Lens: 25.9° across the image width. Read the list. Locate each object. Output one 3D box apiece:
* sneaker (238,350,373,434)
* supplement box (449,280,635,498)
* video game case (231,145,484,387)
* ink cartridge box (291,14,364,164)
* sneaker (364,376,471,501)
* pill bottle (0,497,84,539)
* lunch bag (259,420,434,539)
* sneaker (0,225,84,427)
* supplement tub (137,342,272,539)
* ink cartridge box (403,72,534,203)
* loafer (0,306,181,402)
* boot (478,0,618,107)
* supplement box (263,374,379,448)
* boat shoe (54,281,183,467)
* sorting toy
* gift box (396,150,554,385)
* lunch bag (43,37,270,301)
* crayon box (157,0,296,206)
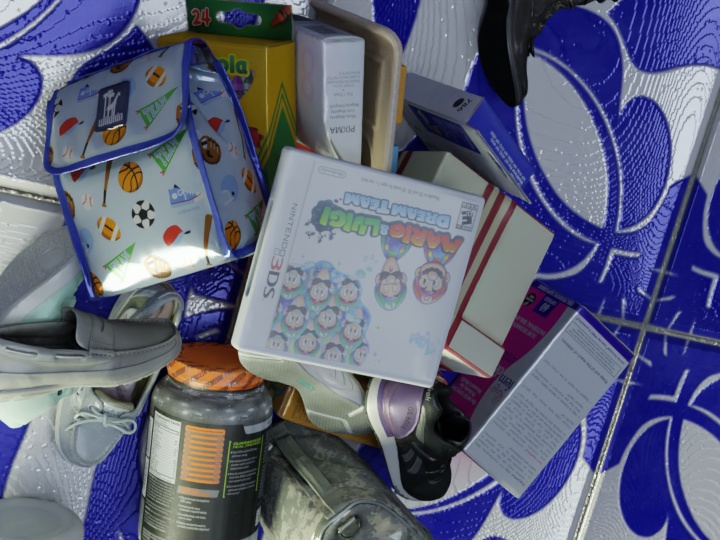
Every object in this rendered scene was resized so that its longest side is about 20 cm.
[{"bbox_3d":[-0.039,0.093,1.530,0.200,0.070,0.081,46,41,-38],"label":"sneaker"},{"bbox_3d":[0.182,0.127,1.694,0.103,0.101,0.200,40,86,-28],"label":"supplement box"},{"bbox_3d":[0.000,0.000,1.399,0.199,0.024,0.183,13,97,-24],"label":"video game case"},{"bbox_3d":[-0.047,-0.132,1.475,0.057,0.162,0.202,-1,106,-24],"label":"ink cartridge box"},{"bbox_3d":[0.072,0.175,1.557,0.076,0.087,0.201,-66,149,-30],"label":"sneaker"},{"bbox_3d":[-0.331,0.333,1.512,0.115,0.116,0.202,0,105,-25],"label":"pill bottle"},{"bbox_3d":[-0.024,0.254,1.585,0.139,0.200,0.168,-32,122,-10],"label":"lunch bag"},{"bbox_3d":[-0.295,0.054,1.477,0.201,0.074,0.118,-49,131,-12],"label":"sneaker"},{"bbox_3d":[-0.152,0.180,1.545,0.122,0.122,0.202,2,104,-25],"label":"supplement tub"},{"bbox_3d":[0.105,-0.132,1.525,0.039,0.200,0.100,-43,119,-7],"label":"ink cartridge box"},{"bbox_3d":[-0.253,0.067,1.418,0.199,0.070,0.070,-11,123,-33],"label":"loafer"},{"bbox_3d":[0.209,-0.277,1.603,0.173,0.069,0.202,-12,108,-20],"label":"boot"},{"bbox_3d":[-0.002,0.140,1.634,0.199,0.066,0.069,18,98,-28],"label":"supplement box"},{"bbox_3d":[-0.232,0.103,1.517,0.074,0.065,0.203,29,92,-29],"label":"boat shoe"},{"bbox_3d":[-0.003,-0.144,1.476,0.036,0.185,0.202,-7,110,-22],"label":"sorting toy"},{"bbox_3d":[0.055,0.005,1.559,0.184,0.200,0.188,33,75,-24],"label":"gift box"},{"bbox_3d":[-0.186,-0.092,1.407,0.124,0.169,0.202,-19,94,-64],"label":"lunch bag"},{"bbox_3d":[-0.124,-0.149,1.457,0.051,0.126,0.202,-25,119,-55],"label":"crayon box"}]
